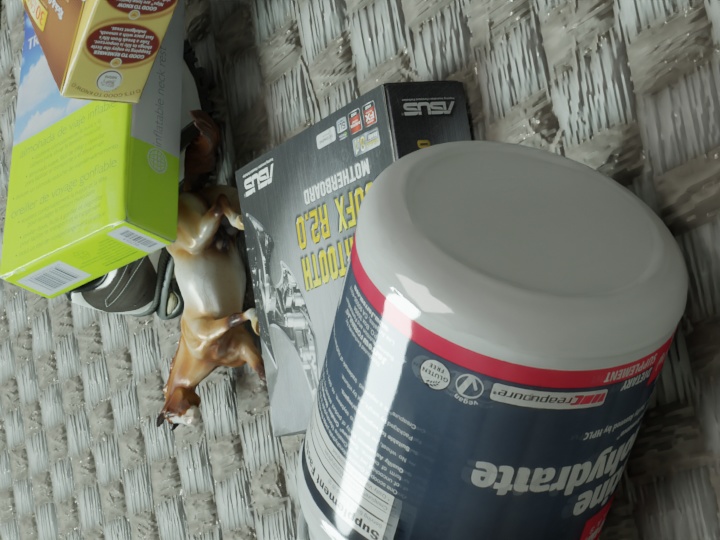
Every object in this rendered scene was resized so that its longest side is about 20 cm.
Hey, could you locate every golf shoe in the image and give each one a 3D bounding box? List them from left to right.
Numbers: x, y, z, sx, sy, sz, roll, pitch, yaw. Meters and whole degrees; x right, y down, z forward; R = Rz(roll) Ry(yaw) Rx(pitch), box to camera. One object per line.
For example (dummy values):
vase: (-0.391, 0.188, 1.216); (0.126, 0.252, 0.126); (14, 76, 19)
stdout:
golf shoe: (-0.150, -0.060, 1.258); (0.078, 0.094, 0.201); (38, 126, 57)

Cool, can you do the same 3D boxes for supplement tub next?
supplement tub: (0.050, 0.059, 0.824); (0.140, 0.140, 0.201); (55, 142, 45)

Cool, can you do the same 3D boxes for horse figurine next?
horse figurine: (-0.089, 0.001, 1.196); (0.132, 0.050, 0.201); (-4, 92, 59)

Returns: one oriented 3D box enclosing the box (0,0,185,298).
box: (-0.169, -0.095, 1.208); (0.122, 0.048, 0.201); (-22, 56, 37)

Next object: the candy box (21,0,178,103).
candy box: (-0.138, -0.211, 1.111); (0.117, 0.056, 0.200); (61, 138, 41)

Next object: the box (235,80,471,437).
box: (0.000, 0.000, 1.016); (0.200, 0.048, 0.159); (-21, 76, 63)
